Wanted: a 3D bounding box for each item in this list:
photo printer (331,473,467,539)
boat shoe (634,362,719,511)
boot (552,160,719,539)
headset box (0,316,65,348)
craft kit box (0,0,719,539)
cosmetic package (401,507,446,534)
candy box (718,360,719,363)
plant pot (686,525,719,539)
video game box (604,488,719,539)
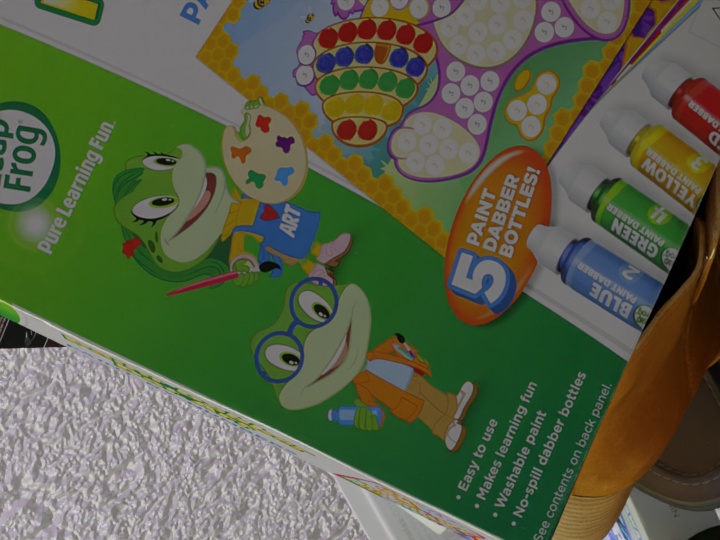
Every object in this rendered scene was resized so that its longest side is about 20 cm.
[{"bbox_3d":[0.043,0.070,1.098,0.167,0.069,0.200,60,-162,-7],"label":"photo printer"},{"bbox_3d":[0.106,0.028,1.039,0.200,0.071,0.065,48,176,30],"label":"boat shoe"},{"bbox_3d":[0.101,-0.014,0.751,0.071,0.201,0.144,19,146,8],"label":"boot"},{"bbox_3d":[-0.230,-0.027,1.097,0.200,0.075,0.149,1,-152,-48],"label":"headset box"},{"bbox_3d":[-0.001,-0.052,0.619,0.197,0.200,0.049,25,171,-2],"label":"craft kit box"},{"bbox_3d":[0.000,0.000,0.919,0.200,0.052,0.151,35,131,-8],"label":"cosmetic package"},{"bbox_3d":[0.255,0.085,1.118,0.168,0.072,0.200,27,171,-5],"label":"candy box"},{"bbox_3d":[0.151,0.211,1.031,0.200,0.200,0.190,18,-147,30],"label":"plant pot"},{"bbox_3d":[0.126,0.090,1.220,0.200,0.047,0.182,66,172,-4],"label":"video game box"}]
